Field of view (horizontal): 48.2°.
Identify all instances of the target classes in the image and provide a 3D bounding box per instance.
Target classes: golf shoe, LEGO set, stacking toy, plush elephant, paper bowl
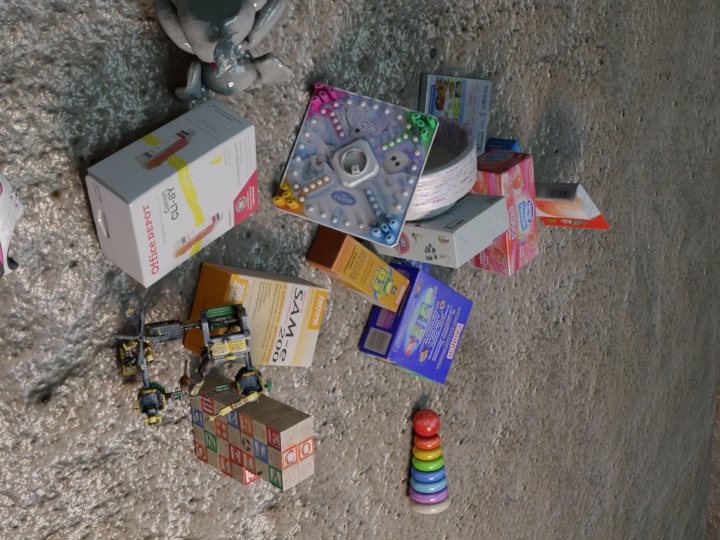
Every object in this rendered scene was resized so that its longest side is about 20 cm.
[{"bbox_3d":[-0.402,-0.082,0.843,0.092,0.072,0.203,-19,125,-51],"label":"golf shoe"},{"bbox_3d":[-0.208,0.120,1.018,0.197,0.116,0.156,-1,97,-13],"label":"LEGO set"},{"bbox_3d":[0.131,0.372,1.593,0.085,0.085,0.203,-17,108,-44],"label":"stacking toy"},{"bbox_3d":[-0.168,-0.290,0.996,0.162,0.155,0.203,-5,69,-9],"label":"plush elephant"},{"bbox_3d":[0.085,-0.156,1.272,0.200,0.199,0.106,-38,136,-34],"label":"paper bowl"}]

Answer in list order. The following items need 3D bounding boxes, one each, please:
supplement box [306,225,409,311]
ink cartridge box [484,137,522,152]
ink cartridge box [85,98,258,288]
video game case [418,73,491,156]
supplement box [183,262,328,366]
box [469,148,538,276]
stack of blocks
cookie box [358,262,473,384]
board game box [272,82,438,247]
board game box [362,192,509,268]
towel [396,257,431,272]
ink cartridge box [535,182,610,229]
[{"bbox_3d":[0.000,0.000,1.329,0.199,0.068,0.067,34,78,-50],"label":"supplement box"},{"bbox_3d":[0.251,-0.146,1.568,0.201,0.067,0.117,-53,134,-23],"label":"ink cartridge box"},{"bbox_3d":[-0.225,-0.097,0.996,0.200,0.083,0.146,-40,151,-33],"label":"ink cartridge box"},{"bbox_3d":[0.173,-0.281,1.477,0.198,0.018,0.146,-10,109,-47],"label":"video game case"},{"bbox_3d":[-0.147,0.068,1.174,0.199,0.073,0.128,10,95,-50],"label":"supplement box"},{"bbox_3d":[0.255,-0.107,1.464,0.102,0.094,0.203,-31,124,-37],"label":"box"},{"bbox_3d":[-0.153,0.234,1.122,0.058,0.198,0.117,-20,115,-44],"label":"stack of blocks"},{"bbox_3d":[0.106,0.101,1.473,0.199,0.075,0.173,30,78,-48],"label":"cookie box"},{"bbox_3d":[-0.009,-0.159,1.173,0.026,0.197,0.203,38,71,-75],"label":"board game box"},{"bbox_3d":[0.119,-0.074,1.311,0.147,0.198,0.065,-31,120,-38],"label":"board game box"},{"bbox_3d":[0.090,-0.090,1.437,0.199,0.024,0.147,32,76,-48],"label":"towel"},{"bbox_3d":[0.416,-0.119,1.695,0.200,0.161,0.051,40,65,-46],"label":"ink cartridge box"}]
